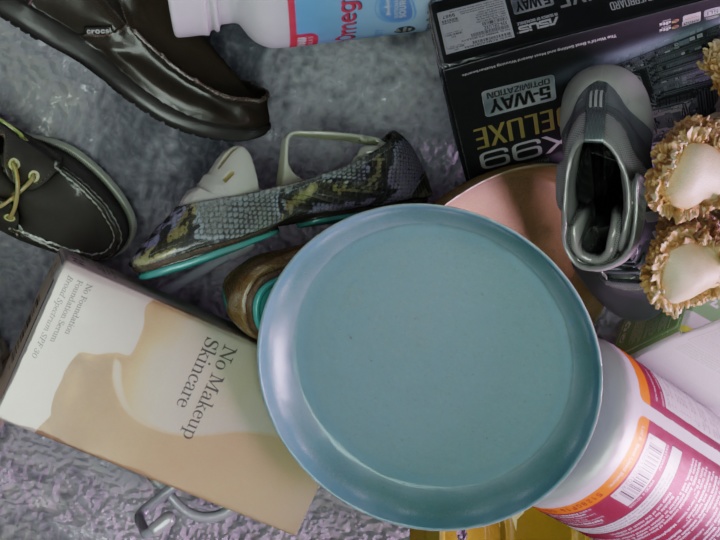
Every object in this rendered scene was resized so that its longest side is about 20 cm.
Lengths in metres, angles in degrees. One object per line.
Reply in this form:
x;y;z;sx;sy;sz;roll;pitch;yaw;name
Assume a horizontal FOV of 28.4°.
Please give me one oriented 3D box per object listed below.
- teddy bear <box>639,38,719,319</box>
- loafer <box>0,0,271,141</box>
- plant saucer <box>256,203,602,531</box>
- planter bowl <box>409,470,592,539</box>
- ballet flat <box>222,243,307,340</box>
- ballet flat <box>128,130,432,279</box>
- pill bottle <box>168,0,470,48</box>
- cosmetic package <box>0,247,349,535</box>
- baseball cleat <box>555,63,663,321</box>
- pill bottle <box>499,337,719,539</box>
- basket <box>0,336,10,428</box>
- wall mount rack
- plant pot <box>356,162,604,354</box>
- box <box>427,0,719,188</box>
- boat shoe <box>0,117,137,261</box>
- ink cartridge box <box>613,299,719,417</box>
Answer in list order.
0.195;-0.051;0.790;0.066;0.200;0.146;4;128;32;teddy bear
-0.135;-0.147;0.865;0.199;0.073;0.072;30;105;-10;loafer
0.039;0.055;0.816;0.199;0.027;0.201;4;109;12;plant saucer
0.092;0.176;0.941;0.083;0.200;0.201;-10;113;45;planter bowl
0.000;0.000;0.902;0.199;0.072;0.068;-15;112;-28;ballet flat
-0.053;-0.049;0.882;0.199;0.072;0.072;-15;109;-19;ballet flat
-0.014;-0.188;0.822;0.199;0.109;0.109;-8;108;-4;pill bottle
-0.112;0.074;0.868;0.199;0.071;0.106;23;91;-16;cosmetic package
0.141;-0.019;0.818;0.069;0.107;0.201;-1;137;22;baseball cleat
0.182;0.127;0.901;0.200;0.110;0.110;32;107;-36;pill bottle
-0.328;0.055;0.873;0.160;0.200;0.199;-25;107;2;basket
-0.111;0.075;0.940;0.174;0.075;0.200;-38;106;-9;wall mount rack
0.078;0.014;0.894;0.199;0.027;0.201;-19;132;-23;plant pot
0.148;-0.117;0.838;0.199;0.050;0.158;-14;151;4;box
-0.235;-0.063;0.900;0.201;0.061;0.072;33;106;-10;boat shoe
0.259;0.056;0.871;0.145;0.200;0.048;28;67;-8;ink cartridge box
